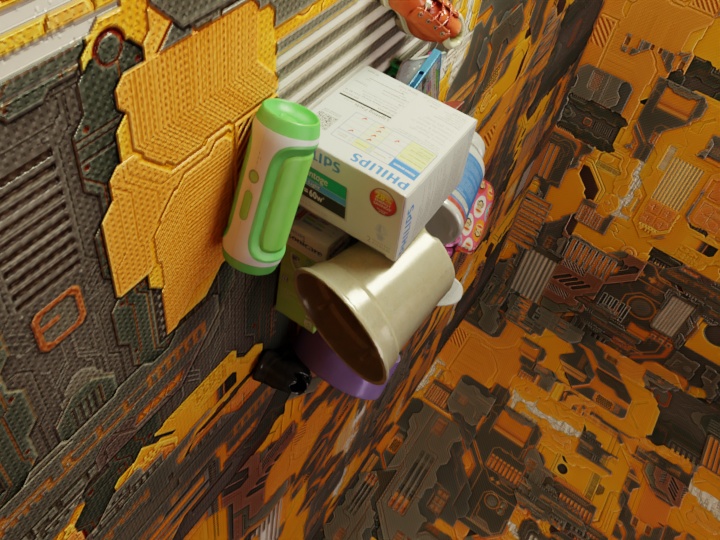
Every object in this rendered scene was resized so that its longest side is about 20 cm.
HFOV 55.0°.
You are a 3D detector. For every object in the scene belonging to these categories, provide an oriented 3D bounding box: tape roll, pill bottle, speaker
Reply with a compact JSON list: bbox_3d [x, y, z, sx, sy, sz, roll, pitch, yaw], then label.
[{"bbox_3d":[-0.026,0.154,1.331,0.086,0.198,0.199,-60,164,11],"label":"tape roll"},{"bbox_3d":[0.153,-0.153,1.199,0.113,0.110,0.203,97,17,-55],"label":"pill bottle"},{"bbox_3d":[-0.111,-0.099,0.844,0.088,0.087,0.204,-33,149,-57],"label":"speaker"}]

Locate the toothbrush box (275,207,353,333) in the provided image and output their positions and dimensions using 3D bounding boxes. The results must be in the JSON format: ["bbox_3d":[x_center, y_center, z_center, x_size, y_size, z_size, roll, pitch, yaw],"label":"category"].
[{"bbox_3d":[-0.059,-0.024,1.131,0.146,0.085,0.203,-48,161,-41],"label":"toothbrush box"}]

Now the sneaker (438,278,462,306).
[{"bbox_3d":[0.112,0.012,1.435,0.118,0.195,0.076,-104,-152,-74],"label":"sneaker"}]

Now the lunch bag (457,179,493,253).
[{"bbox_3d":[0.179,-0.113,1.370,0.198,0.081,0.181,22,85,-51],"label":"lunch bag"}]

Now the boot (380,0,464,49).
[{"bbox_3d":[0.093,-0.373,0.968,0.076,0.106,0.199,-59,163,8],"label":"boot"}]

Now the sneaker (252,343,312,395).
[{"bbox_3d":[-0.127,0.193,1.292,0.077,0.089,0.199,-63,165,10],"label":"sneaker"}]

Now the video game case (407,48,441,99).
[{"bbox_3d":[0.080,-0.260,1.187,0.202,0.018,0.144,-55,163,-19],"label":"video game case"}]

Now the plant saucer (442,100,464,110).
[{"bbox_3d":[0.110,-0.221,1.281,0.202,0.036,0.200,-59,177,28],"label":"plant saucer"}]

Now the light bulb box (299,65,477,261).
[{"bbox_3d":[0.027,-0.155,0.968,0.200,0.195,0.127,-47,158,-35],"label":"light bulb box"}]

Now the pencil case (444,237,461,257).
[{"bbox_3d":[0.103,-0.004,1.285,0.093,0.091,0.203,-21,146,-46],"label":"pencil case"}]

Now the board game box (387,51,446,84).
[{"bbox_3d":[0.072,-0.279,1.208,0.199,0.025,0.204,-36,151,-56],"label":"board game box"}]

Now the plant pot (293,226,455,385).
[{"bbox_3d":[0.032,0.027,1.006,0.182,0.200,0.202,-39,157,-21],"label":"plant pot"}]

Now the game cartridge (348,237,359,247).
[{"bbox_3d":[0.000,0.000,1.144,0.204,0.040,0.133,-67,169,16],"label":"game cartridge"}]
